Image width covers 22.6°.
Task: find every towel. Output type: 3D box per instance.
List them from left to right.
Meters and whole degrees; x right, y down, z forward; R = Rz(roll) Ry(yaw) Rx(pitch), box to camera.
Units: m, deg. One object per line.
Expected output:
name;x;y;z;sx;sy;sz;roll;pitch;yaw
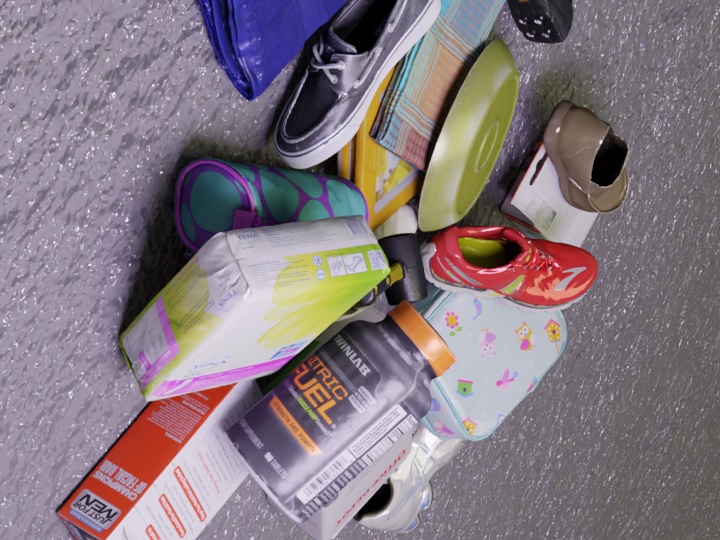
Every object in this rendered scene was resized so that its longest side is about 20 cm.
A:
towel;-0.053;-0.252;1.457;0.200;0.049;0.148;-49;154;-24
towel;0.076;-0.194;1.647;0.147;0.022;0.201;24;87;-65

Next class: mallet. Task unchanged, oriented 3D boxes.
mallet;0.025;0.017;1.581;0.200;0.041;0.066;-54;132;-73

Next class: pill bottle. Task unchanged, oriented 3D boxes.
pill bottle;-0.012;0.116;1.561;0.200;0.106;0.106;-41;147;-2

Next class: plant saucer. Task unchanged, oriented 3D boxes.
plant saucer;0.111;-0.126;1.750;0.201;0.031;0.200;-60;165;-28

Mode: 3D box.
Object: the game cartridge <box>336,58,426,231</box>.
game cartridge;0.044;-0.142;1.677;0.200;0.032;0.177;-40;143;-43

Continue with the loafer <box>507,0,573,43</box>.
loafer;0.161;-0.298;1.734;0.201;0.068;0.071;53;49;-54

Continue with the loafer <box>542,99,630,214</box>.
loafer;0.249;-0.108;1.904;0.076;0.067;0.200;-60;149;-6

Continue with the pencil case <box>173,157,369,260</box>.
pencil case;-0.073;-0.045;1.529;0.200;0.092;0.085;2;121;-59

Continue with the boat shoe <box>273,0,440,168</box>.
boat shoe;-0.012;-0.178;1.525;0.200;0.072;0.068;-49;148;4

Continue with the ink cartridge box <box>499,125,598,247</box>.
ink cartridge box;0.206;-0.094;1.966;0.109;0.050;0.200;-61;149;-4

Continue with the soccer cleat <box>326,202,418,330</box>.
soccer cleat;0.000;0.000;1.691;0.200;0.077;0.070;-36;140;-39

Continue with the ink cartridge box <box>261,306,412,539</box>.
ink cartridge box;-0.019;0.148;1.737;0.145;0.084;0.201;-44;155;-29

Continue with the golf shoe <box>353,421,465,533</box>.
golf shoe;0.051;0.191;1.922;0.097;0.078;0.201;3;109;-51

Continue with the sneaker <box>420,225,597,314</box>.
sneaker;0.158;-0.006;1.813;0.199;0.085;0.078;5;69;-23

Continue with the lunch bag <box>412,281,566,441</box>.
lunch bag;0.119;0.066;1.878;0.200;0.077;0.161;-45;110;-33

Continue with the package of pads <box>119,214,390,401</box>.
package of pads;-0.093;0.030;1.470;0.154;0.069;0.200;-9;157;-40

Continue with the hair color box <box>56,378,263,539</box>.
hair color box;-0.165;0.177;1.587;0.200;0.064;0.111;-51;147;-24
